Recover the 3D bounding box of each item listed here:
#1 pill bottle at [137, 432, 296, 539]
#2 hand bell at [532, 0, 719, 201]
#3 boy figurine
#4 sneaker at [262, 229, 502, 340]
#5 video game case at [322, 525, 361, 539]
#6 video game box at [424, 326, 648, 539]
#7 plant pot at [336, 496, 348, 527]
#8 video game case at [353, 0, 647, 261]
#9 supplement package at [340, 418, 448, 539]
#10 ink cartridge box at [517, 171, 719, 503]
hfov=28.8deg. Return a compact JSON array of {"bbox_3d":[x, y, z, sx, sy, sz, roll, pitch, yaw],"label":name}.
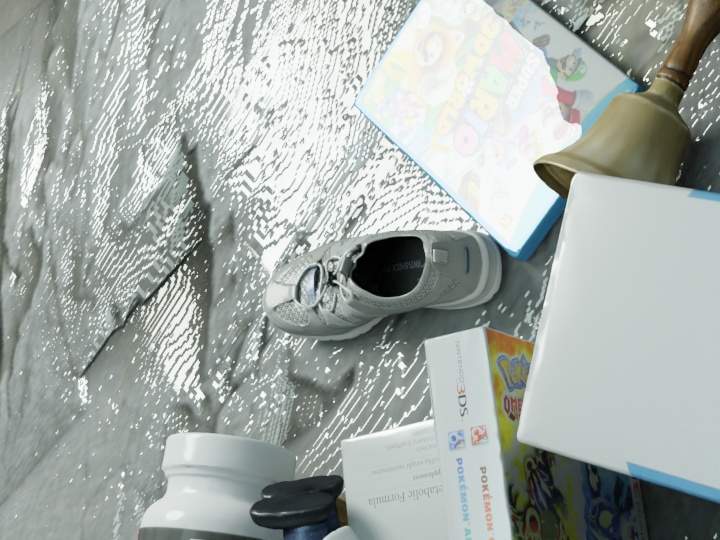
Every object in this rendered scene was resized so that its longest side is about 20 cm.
[{"bbox_3d":[-0.101,0.221,0.964,0.115,0.115,0.203,-6,70,37],"label":"pill bottle"},{"bbox_3d":[0.201,-0.127,0.889,0.104,0.104,0.202,26,84,38],"label":"hand bell"},{"bbox_3d":[-0.021,0.238,0.920,0.064,0.124,0.203,-8,101,8],"label":"boy figurine"},{"bbox_3d":[0.000,0.000,1.005,0.198,0.082,0.076,-16,71,35],"label":"sneaker"},{"bbox_3d":[0.021,0.268,0.776,0.182,0.023,0.201,47,142,29],"label":"video game case"},{"bbox_3d":[0.112,0.138,0.815,0.046,0.199,0.185,-18,71,29],"label":"video game box"},{"bbox_3d":[-0.045,0.259,1.004,0.198,0.027,0.203,-9,70,26],"label":"plant pot"},{"bbox_3d":[0.093,-0.123,0.999,0.200,0.018,0.144,46,109,34],"label":"video game case"},{"bbox_3d":[0.070,0.201,0.891,0.113,0.109,0.203,-18,70,34],"label":"supplement package"},{"bbox_3d":[0.208,0.045,0.758,0.146,0.199,0.148,13,90,39],"label":"ink cartridge box"}]
